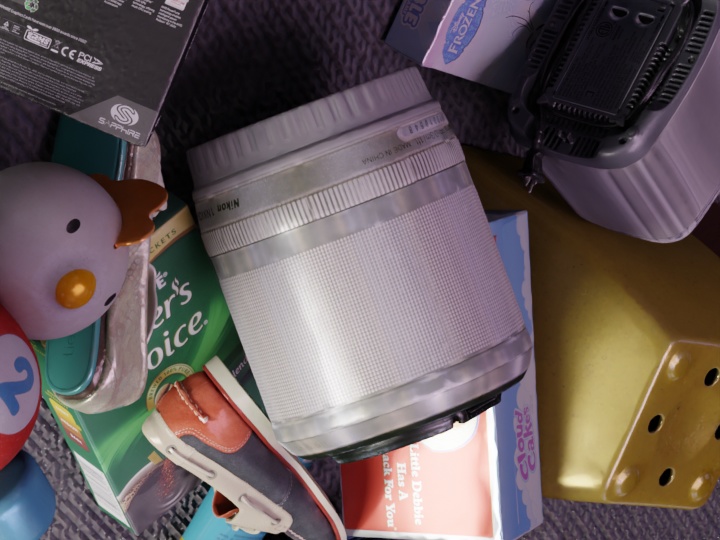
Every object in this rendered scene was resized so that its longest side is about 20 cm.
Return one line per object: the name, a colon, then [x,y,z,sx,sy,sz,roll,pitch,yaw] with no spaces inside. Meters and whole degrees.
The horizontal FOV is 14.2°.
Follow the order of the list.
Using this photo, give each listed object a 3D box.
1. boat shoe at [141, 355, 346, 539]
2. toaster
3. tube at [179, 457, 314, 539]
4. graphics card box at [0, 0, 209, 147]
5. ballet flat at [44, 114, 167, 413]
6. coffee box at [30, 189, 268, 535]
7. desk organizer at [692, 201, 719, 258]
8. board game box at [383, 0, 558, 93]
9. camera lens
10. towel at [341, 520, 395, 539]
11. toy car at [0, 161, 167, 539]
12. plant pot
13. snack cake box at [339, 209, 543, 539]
boat shoe: [-0.068,0.124,1.741,0.063,0.071,0.200,-40,143,-4]
toaster: [0.175,-0.106,1.782,0.201,0.113,0.129,-62,145,-16]
tube: [-0.074,0.148,1.840,0.077,0.050,0.200,20,105,-53]
graphics card box: [-0.130,-0.180,1.507,0.125,0.051,0.201,21,101,-6]
ballet flat: [-0.140,-0.020,1.616,0.062,0.067,0.201,8,89,-50]
coffee box: [-0.130,0.054,1.719,0.123,0.044,0.200,-39,137,-20]
desk organizer: [0.239,0.051,2.059,0.072,0.077,0.201,-25,131,-32]
board game box: [0.130,-0.205,1.806,0.199,0.043,0.201,13,106,-49]
camera lens: [0.000,0.000,1.666,0.160,0.160,0.201,-22,93,-34]
towel: [-0.064,0.224,1.870,0.200,0.049,0.112,-21,148,-47]
toy car: [-0.182,0.011,1.517,0.200,0.177,0.185,-34,125,-10]
plant pot: [0.148,0.056,1.878,0.194,0.200,0.196,9,108,-47]
snack cake box: [0.046,0.064,1.787,0.067,0.115,0.201,-18,107,-62]
